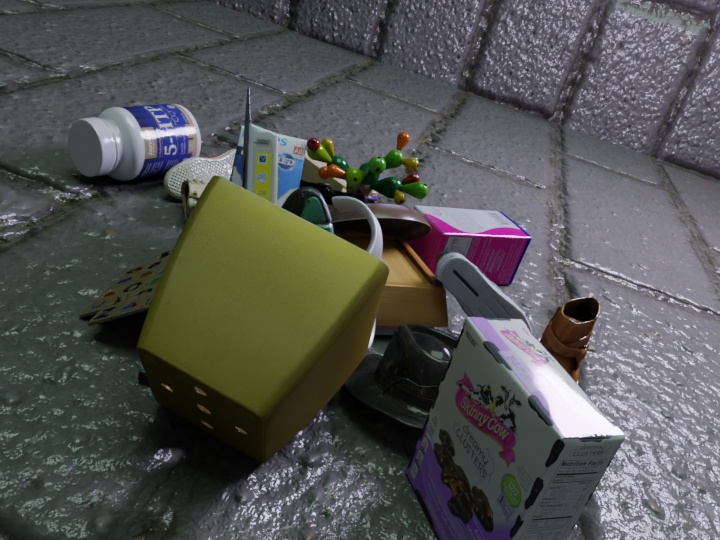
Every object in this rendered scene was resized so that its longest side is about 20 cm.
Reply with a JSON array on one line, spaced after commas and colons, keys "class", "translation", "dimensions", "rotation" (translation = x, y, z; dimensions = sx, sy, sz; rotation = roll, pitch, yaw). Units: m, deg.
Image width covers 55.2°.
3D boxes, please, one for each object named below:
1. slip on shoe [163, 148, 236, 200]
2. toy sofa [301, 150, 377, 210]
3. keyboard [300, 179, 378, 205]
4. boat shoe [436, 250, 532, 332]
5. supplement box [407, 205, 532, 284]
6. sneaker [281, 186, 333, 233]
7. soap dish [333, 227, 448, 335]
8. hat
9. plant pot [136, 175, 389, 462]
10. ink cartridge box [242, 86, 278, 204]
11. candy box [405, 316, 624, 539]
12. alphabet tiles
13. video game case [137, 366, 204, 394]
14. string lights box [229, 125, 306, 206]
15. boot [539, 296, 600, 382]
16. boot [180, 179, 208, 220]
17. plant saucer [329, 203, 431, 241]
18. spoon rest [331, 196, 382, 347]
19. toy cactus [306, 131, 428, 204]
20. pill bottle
[{"class": "slip on shoe", "translation": [-0.271, -0.168, 1.216], "dimensions": [0.061, 0.075, 0.200], "rotation": [-8, 17, 35]}, {"class": "toy sofa", "translation": [-0.065, -0.146, 1.270], "dimensions": [0.097, 0.084, 0.200], "rotation": [-3, 32, -45]}, {"class": "keyboard", "translation": [-0.066, -0.122, 1.117], "dimensions": [0.198, 0.021, 0.127], "rotation": [13, -6, 34]}, {"class": "boat shoe", "translation": [0.182, 0.045, 0.993], "dimensions": [0.201, 0.072, 0.071], "rotation": [52, 13, -15]}, {"class": "supplement box", "translation": [0.182, -0.043, 1.204], "dimensions": [0.197, 0.105, 0.101], "rotation": [2, 31, -31]}, {"class": "sneaker", "translation": [-0.068, -0.008, 0.877], "dimensions": [0.073, 0.203, 0.088], "rotation": [1, 13, 2]}, {"class": "soap dish", "translation": [0.028, 0.012, 1.025], "dimensions": [0.155, 0.082, 0.200], "rotation": [4, 28, -26]}, {"class": "hat", "translation": [0.072, 0.112, 0.820], "dimensions": [0.197, 0.082, 0.201], "rotation": [6, 15, -2]}, {"class": "plant pot", "translation": [-0.108, 0.067, 0.688], "dimensions": [0.198, 0.201, 0.177], "rotation": [27, 59, 9]}, {"class": "ink cartridge box", "translation": [-0.132, -0.094, 0.875], "dimensions": [0.046, 0.203, 0.198], "rotation": [5, -13, -10]}, {"class": "candy box", "translation": [0.130, 0.173, 0.644], "dimensions": [0.071, 0.202, 0.168], "rotation": [5, 28, -24]}, {"class": "alphabet tiles", "translation": [-0.244, 0.007, 0.844], "dimensions": [0.164, 0.006, 0.201], "rotation": [-15, 21, 16]}, {"class": "video game case", "translation": [-0.159, 0.092, 0.827], "dimensions": [0.141, 0.019, 0.201], "rotation": [18, 27, -1]}, {"class": "string lights box", "translation": [-0.146, -0.098, 1.007], "dimensions": [0.101, 0.203, 0.059], "rotation": [11, -15, -8]}, {"class": "boot", "translation": [0.280, 0.100, 0.929], "dimensions": [0.073, 0.157, 0.200], "rotation": [26, 27, 18]}, {"class": "boot", "translation": [-0.197, -0.091, 1.091], "dimensions": [0.153, 0.074, 0.200], "rotation": [2, 29, -30]}, {"class": "plant saucer", "translation": [0.015, -0.073, 1.101], "dimensions": [0.197, 0.033, 0.200], "rotation": [-1, -9, 0]}, {"class": "spoon rest", "translation": [0.000, 0.000, 0.879], "dimensions": [0.060, 0.203, 0.099], "rotation": [-10, -18, 15]}, {"class": "toy cactus", "translation": [0.005, -0.154, 1.077], "dimensions": [0.197, 0.104, 0.165], "rotation": [9, -12, -11]}, {"class": "pill bottle", "translation": [-0.380, -0.216, 1.163], "dimensions": [0.119, 0.121, 0.199], "rotation": [30, 29, 24]}]
